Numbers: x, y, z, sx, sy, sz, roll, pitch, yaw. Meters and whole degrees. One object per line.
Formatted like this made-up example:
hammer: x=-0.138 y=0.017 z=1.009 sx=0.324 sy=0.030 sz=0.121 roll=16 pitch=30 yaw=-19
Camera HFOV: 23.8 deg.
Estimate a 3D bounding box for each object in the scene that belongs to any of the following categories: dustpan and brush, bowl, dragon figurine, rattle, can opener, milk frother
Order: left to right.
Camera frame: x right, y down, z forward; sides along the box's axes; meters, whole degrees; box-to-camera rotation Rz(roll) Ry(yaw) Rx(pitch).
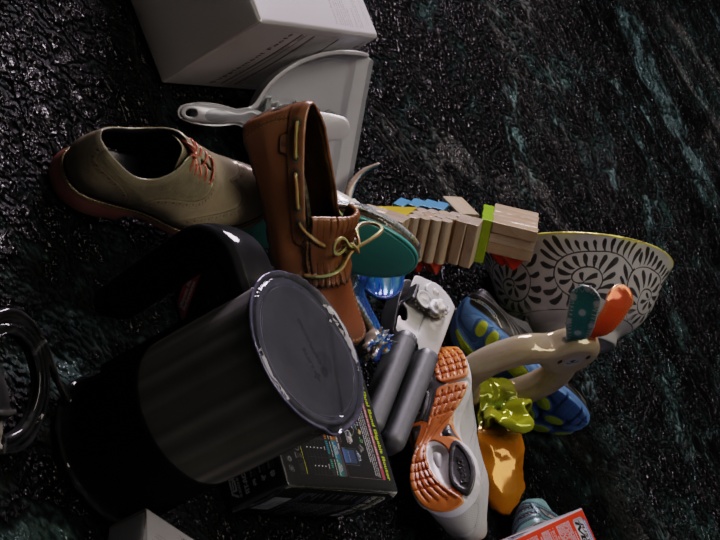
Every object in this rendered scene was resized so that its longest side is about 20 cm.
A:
milk frother: x=-0.137 y=0.073 z=1.140 sx=0.181 sy=0.188 sz=0.200 roll=62 pitch=29 yaw=2
dustpan and brush: x=-0.077 y=-0.135 z=1.531 sx=0.200 sy=0.057 sz=0.140 roll=5 pitch=102 yaw=-26
dragon figurine: x=0.000 y=0.000 z=1.560 sx=0.099 sy=0.059 sz=0.200 roll=46 pitch=36 yaw=-30
can opener: x=0.039 y=0.085 z=1.556 sx=0.053 sy=0.066 sz=0.200 roll=38 pitch=43 yaw=-18
rattle: x=0.180 y=0.116 z=1.602 sx=0.130 sy=0.200 sz=0.143 roll=42 pitch=33 yaw=-40
bowl: x=0.226 y=0.033 z=1.795 sx=0.201 sy=0.200 sz=0.094 roll=22 pitch=66 yaw=-49

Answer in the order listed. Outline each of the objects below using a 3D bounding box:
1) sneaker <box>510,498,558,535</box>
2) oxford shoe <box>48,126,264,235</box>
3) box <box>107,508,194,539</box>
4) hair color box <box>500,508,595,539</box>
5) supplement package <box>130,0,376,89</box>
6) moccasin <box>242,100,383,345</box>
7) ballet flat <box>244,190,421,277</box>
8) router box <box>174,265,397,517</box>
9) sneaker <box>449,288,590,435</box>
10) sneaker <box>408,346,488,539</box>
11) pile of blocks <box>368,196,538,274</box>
sneaker: x=0.219 y=0.286 z=1.653 sx=0.200 sy=0.078 sz=0.086 roll=43 pitch=30 yaw=-31
oxford shoe: x=-0.139 y=-0.071 z=1.337 sx=0.200 sy=0.075 sz=0.071 roll=3 pitch=64 yaw=-41
box: x=-0.114 y=0.283 z=1.149 sx=0.156 sy=0.041 sz=0.200 roll=40 pitch=34 yaw=-34
hair color box: x=0.119 y=0.266 z=1.470 sx=0.200 sy=0.111 sz=0.064 roll=-4 pitch=69 yaw=-60
supplement package: x=-0.100 y=-0.243 z=1.547 sx=0.200 sy=0.120 sz=0.122 roll=-5 pitch=71 yaw=-59
moccasin: x=-0.031 y=-0.036 z=1.373 sx=0.074 sy=0.078 sz=0.202 roll=-14 pitch=92 yaw=-61
ballet flat: x=-0.042 y=-0.046 z=1.466 sx=0.200 sy=0.072 sz=0.072 roll=10 pitch=52 yaw=-21
router box: x=-0.060 y=0.096 z=1.377 sx=0.150 sy=0.062 sz=0.200 roll=14 pitch=54 yaw=-53
sneaker: x=0.170 y=0.093 z=1.746 sx=0.200 sy=0.071 sz=0.083 roll=46 pitch=38 yaw=-22
sneaker: x=0.078 y=0.160 z=1.556 sx=0.200 sy=0.076 sz=0.092 roll=-91 pitch=162 yaw=-45
pile of blocks: x=0.083 y=-0.031 z=1.694 sx=0.200 sy=0.062 sz=0.082 roll=4 pitch=23 yaw=-20
